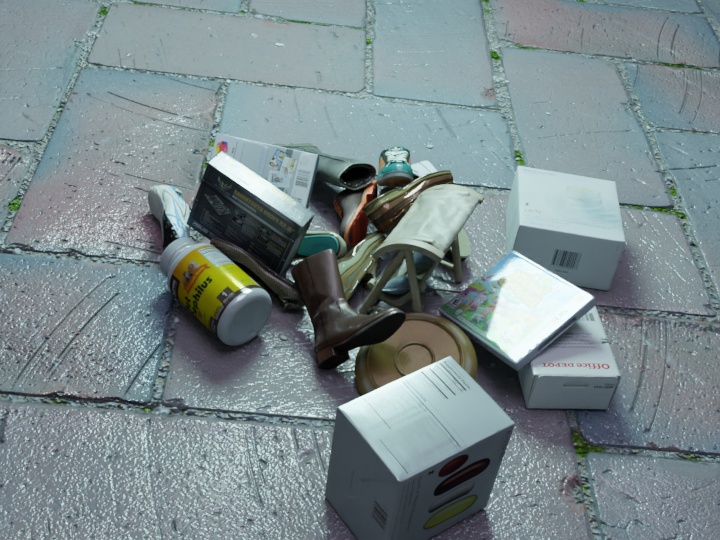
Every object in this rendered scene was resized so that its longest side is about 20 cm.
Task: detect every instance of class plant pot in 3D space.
[{"bbox_3d":[0.087,0.148,1.592,0.198,0.028,0.201,-3,56,5],"label":"plant pot"}]

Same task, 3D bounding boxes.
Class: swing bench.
[{"bbox_3d":[0.106,-0.028,1.721,0.129,0.201,0.199,22,41,16],"label":"swing bench"}]

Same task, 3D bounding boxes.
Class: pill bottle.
[{"bbox_3d":[-0.247,0.029,1.660,0.109,0.110,0.200,-27,51,-35],"label":"pill bottle"}]

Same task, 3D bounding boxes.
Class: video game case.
[{"bbox_3d":[0.259,0.061,1.663,0.182,0.022,0.200,-37,41,-16],"label":"video game case"}]

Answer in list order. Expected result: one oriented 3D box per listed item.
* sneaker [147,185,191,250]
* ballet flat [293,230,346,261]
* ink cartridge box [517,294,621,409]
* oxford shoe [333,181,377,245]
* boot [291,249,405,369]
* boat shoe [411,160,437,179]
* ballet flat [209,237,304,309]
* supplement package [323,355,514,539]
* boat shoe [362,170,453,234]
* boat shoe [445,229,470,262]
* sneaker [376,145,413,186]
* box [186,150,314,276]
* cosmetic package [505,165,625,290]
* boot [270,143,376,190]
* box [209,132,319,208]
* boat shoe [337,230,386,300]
[{"bbox_3d":[-0.333,-0.087,1.815,0.072,0.072,0.201,-4,44,-26],"label":"sneaker"},{"bbox_3d":[-0.117,-0.048,1.811,0.198,0.070,0.070,8,38,17],"label":"ballet flat"},{"bbox_3d":[0.333,0.133,1.665,0.146,0.083,0.201,2,40,-6],"label":"ink cartridge box"},{"bbox_3d":[-0.020,-0.109,1.907,0.072,0.072,0.200,6,31,11],"label":"oxford shoe"},{"bbox_3d":[-0.026,0.034,1.621,0.064,0.186,0.201,25,42,-50],"label":"boot"},{"bbox_3d":[0.143,-0.150,1.985,0.065,0.074,0.200,-15,35,-19],"label":"boat shoe"},{"bbox_3d":[-0.180,0.008,1.721,0.199,0.067,0.047,32,81,2],"label":"ballet flat"},{"bbox_3d":[0.077,0.262,1.380,0.199,0.192,0.147,-21,48,-30],"label":"supplement package"},{"bbox_3d":[0.097,-0.127,1.857,0.199,0.072,0.068,-27,86,-28],"label":"boat shoe"},{"bbox_3d":[0.141,-0.078,1.899,0.073,0.063,0.202,-3,41,-39],"label":"boat shoe"},{"bbox_3d":[0.065,-0.206,1.940,0.071,0.081,0.200,2,2,-5],"label":"sneaker"},{"bbox_3d":[-0.195,-0.090,1.735,0.199,0.159,0.048,33,43,5],"label":"box"},{"bbox_3d":[0.386,-0.085,1.905,0.198,0.124,0.201,9,38,0],"label":"cosmetic package"},{"bbox_3d":[-0.095,-0.196,1.952,0.181,0.073,0.200,-21,36,-31],"label":"boot"},{"bbox_3d":[-0.191,-0.162,1.877,0.198,0.041,0.157,12,84,3],"label":"box"},{"bbox_3d":[0.000,0.000,1.786,0.076,0.072,0.200,45,46,2],"label":"boat shoe"}]
